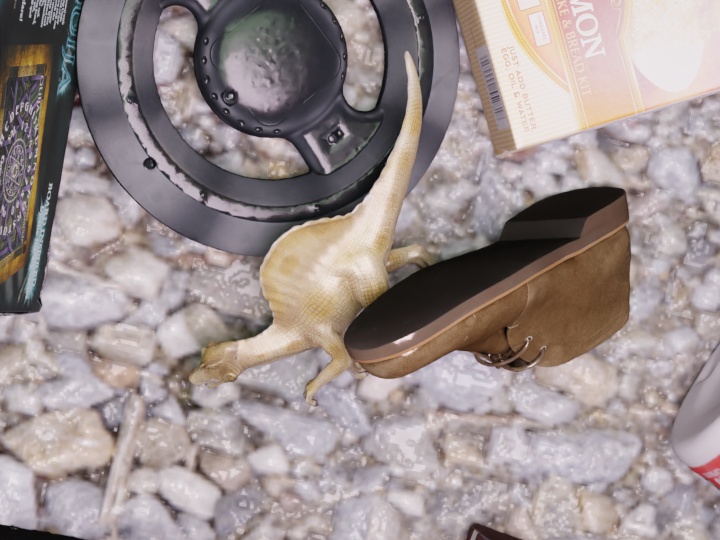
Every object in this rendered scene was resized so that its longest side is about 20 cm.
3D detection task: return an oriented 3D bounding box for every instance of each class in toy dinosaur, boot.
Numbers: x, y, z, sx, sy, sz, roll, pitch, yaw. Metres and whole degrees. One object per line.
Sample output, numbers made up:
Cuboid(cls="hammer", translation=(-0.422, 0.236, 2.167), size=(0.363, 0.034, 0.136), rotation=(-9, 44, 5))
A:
Cuboid(cls="toy dinosaur", translation=(0.000, 0.000, 1.173), size=(0.101, 0.058, 0.200), rotation=(33, 99, -32))
Cuboid(cls="boot", translation=(0.072, 0.024, 1.157), size=(0.199, 0.073, 0.076), rotation=(-26, 110, -43))

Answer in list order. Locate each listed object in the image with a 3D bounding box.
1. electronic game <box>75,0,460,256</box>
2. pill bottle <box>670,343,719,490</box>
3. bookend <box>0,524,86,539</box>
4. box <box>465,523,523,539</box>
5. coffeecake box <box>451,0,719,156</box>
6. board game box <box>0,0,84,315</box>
Cuboid(cls="electronic game", translation=(-0.046, -0.107, 1.193), size=(0.198, 0.042, 0.202), rotation=(-1, 95, -13))
Cuboid(cls="pill bottle", translation=(0.267, 0.106, 1.193), size=(0.200, 0.114, 0.114), rotation=(37, 88, -5))
Cuboid(cls="bookend", translation=(-0.113, 0.189, 1.115), size=(0.197, 0.200, 0.093), rotation=(11, 90, -7))
Cuboid(cls="box", translation=(0.137, 0.211, 1.204), size=(0.199, 0.075, 0.101), rotation=(18, 90, -4))
Cuboid(cls="coffeecake box", translation=(0.146, -0.160, 1.196), size=(0.199, 0.073, 0.155), rotation=(-17, 92, -6))
Cuboid(cls="board game box", translation=(-0.172, -0.079, 1.136), size=(0.028, 0.135, 0.202), rotation=(10, 90, 12))
